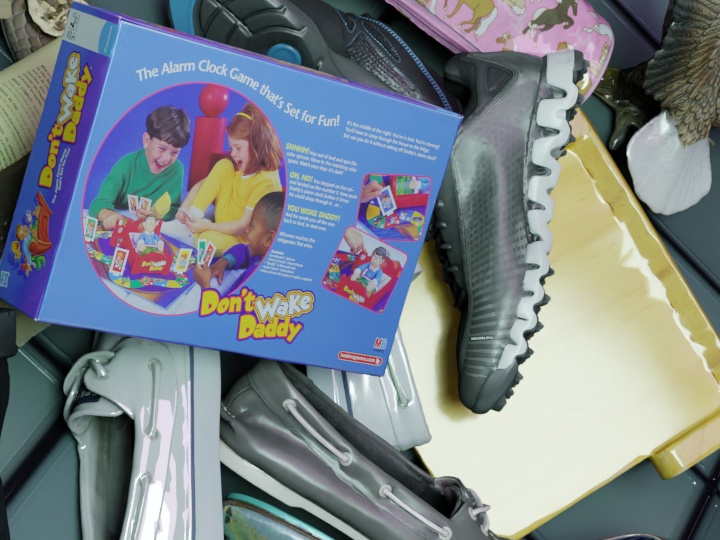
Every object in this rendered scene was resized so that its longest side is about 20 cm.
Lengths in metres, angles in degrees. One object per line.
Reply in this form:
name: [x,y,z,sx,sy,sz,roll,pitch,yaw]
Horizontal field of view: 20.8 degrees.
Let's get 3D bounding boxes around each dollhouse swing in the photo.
dollhouse swing: [0.106,0.038,1.132,0.201,0.175,0.182,58,8,3]

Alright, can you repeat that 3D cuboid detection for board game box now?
board game box: [-0.056,-0.032,0.901,0.199,0.045,0.135,12,98,-39]

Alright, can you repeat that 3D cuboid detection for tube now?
tube: [-0.183,-0.057,0.951,0.200,0.052,0.058,-32,133,-35]

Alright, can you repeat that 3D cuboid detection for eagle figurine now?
eagle figurine: [0.222,-0.147,1.193,0.151,0.200,0.152,53,47,0]

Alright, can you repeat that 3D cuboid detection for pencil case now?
pencil case: [0.062,-0.164,1.152,0.199,0.087,0.083,32,9,-30]

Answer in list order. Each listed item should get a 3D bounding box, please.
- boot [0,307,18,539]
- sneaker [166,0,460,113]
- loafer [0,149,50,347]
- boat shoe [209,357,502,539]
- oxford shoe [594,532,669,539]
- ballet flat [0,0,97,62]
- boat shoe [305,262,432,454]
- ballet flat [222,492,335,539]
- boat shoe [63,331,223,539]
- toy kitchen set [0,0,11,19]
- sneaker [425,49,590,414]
boot: [-0.219,0.103,0.798,0.199,0.076,0.169,-3,93,-49]
sneaker: [-0.024,-0.116,1.102,0.200,0.073,0.082,35,36,-24]
loafer: [-0.128,-0.029,0.936,0.199,0.068,0.076,-30,50,-22]
boat shoe: [0.018,0.110,0.972,0.199,0.057,0.067,31,10,-15]
oxford shoe: [0.163,0.180,1.077,0.199,0.073,0.072,2,66,-35]
ballet flat: [-0.108,-0.081,1.029,0.200,0.046,0.067,48,50,-7]
boat shoe: [0.000,0.000,1.031,0.066,0.074,0.202,-8,88,6]
ballet flat: [0.005,0.180,0.973,0.199,0.074,0.075,28,54,-17]
boat shoe: [-0.109,0.064,0.940,0.065,0.073,0.201,8,63,-37]
toy kitchen set: [-0.281,-0.067,0.878,0.199,0.163,0.182,-6,100,-37]
sneaker: [0.060,-0.026,1.030,0.090,0.066,0.201,11,80,0]
